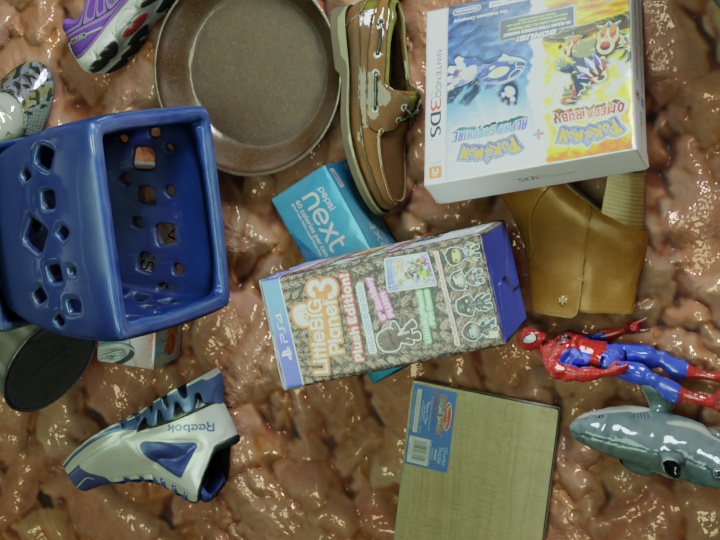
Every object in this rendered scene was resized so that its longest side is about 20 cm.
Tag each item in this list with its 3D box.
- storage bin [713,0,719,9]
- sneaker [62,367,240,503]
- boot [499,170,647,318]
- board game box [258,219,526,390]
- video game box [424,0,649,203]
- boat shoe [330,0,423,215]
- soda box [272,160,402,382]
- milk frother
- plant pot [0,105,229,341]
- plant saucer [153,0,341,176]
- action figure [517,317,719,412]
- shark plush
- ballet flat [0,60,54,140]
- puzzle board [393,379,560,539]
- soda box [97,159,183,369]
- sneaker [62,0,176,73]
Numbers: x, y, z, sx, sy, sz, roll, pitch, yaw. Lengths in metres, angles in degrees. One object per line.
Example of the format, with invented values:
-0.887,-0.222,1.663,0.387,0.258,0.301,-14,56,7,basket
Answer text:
0.318,-0.296,1.524,0.145,0.200,0.135,-36,96,22,storage bin
-0.200,0.193,1.857,0.199,0.080,0.116,-31,85,21,sneaker
0.163,-0.034,1.684,0.199,0.071,0.145,11,102,15,boot
0.033,0.028,1.617,0.198,0.159,0.098,-12,93,14,board game box
0.153,-0.163,1.635,0.198,0.047,0.184,-9,66,22,video game box
0.022,-0.154,1.718,0.067,0.072,0.202,-9,96,22,boat shoe
0.000,0.000,1.749,0.068,0.064,0.201,-30,87,22,soda box
-0.386,0.085,1.874,0.188,0.180,0.201,38,155,29,milk frother
-0.251,-0.044,1.712,0.178,0.200,0.202,-2,98,28,plant pot
-0.105,-0.193,1.780,0.199,0.037,0.202,3,99,20,plant saucer
0.239,0.081,1.679,0.198,0.066,0.052,10,135,19,action figure
0.286,0.177,1.646,0.199,0.083,0.091,36,113,28,shark plush
-0.381,-0.126,1.881,0.072,0.072,0.201,40,110,10,ballet flat
0.110,0.215,1.776,0.149,0.017,0.202,10,102,21,puzzle board
-0.217,-0.007,1.840,0.068,0.064,0.202,8,101,20,soda box
-0.224,-0.281,1.791,0.200,0.080,0.084,-42,77,22,sneaker
